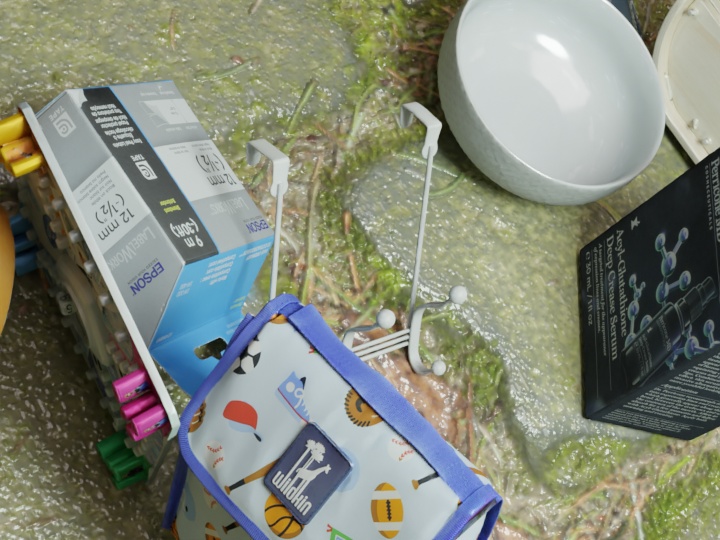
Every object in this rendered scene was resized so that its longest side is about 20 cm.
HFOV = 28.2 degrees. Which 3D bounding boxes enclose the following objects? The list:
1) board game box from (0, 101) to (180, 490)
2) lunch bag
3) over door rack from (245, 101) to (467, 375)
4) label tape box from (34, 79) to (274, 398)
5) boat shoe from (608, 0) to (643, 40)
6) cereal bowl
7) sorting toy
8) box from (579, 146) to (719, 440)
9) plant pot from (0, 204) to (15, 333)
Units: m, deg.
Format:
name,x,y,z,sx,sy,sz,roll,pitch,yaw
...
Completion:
name,x,y,z,sx,sy,sz,roll,pitch,yaw
board game box,-0.171,0.027,0.863,0.026,0.200,0.202,-24,79,-19
lunch bag,-0.019,0.130,0.816,0.170,0.201,0.123,43,50,18
over door rack,0.000,0.000,0.981,0.146,0.066,0.203,-16,114,-35
label tape box,-0.122,-0.027,0.950,0.201,0.066,0.143,54,22,5
boat shoe,0.205,-0.273,1.273,0.074,0.062,0.202,-9,73,-32
cereal bowl,0.146,-0.139,1.168,0.198,0.083,0.203,11,63,-22
sorting toy,0.359,-0.164,1.288,0.179,0.107,0.201,-30,83,-41
box,0.263,0.023,1.084,0.106,0.200,0.150,13,62,-22
plant pot,-0.308,-0.002,0.820,0.182,0.199,0.203,17,60,-38
